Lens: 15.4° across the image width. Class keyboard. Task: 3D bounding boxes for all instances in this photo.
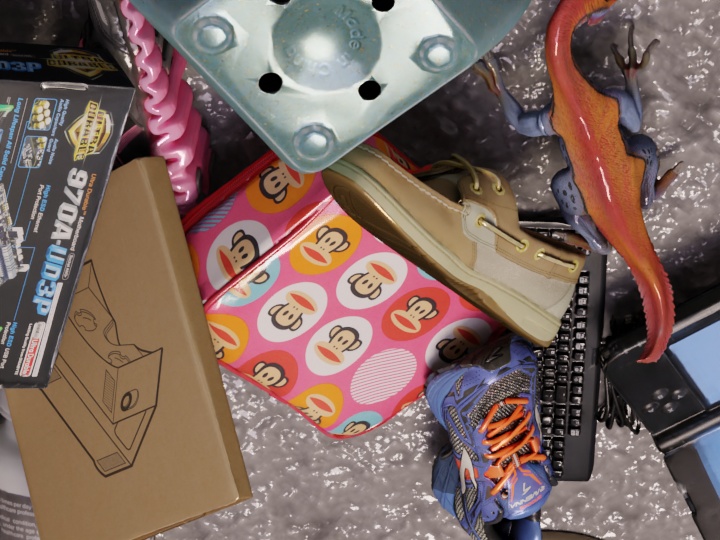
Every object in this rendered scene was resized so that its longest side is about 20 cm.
[{"bbox_3d":[0.128,0.057,1.657,0.103,0.040,0.201,-2,126,-2],"label":"keyboard"}]

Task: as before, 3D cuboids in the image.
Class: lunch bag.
[{"bbox_3d":[0.000,0.000,1.549,0.176,0.082,0.200,-38,139,12],"label":"lunch bag"}]

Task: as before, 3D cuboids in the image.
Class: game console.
[{"bbox_3d":[0.273,0.083,1.626,0.199,0.117,0.176,-28,144,11],"label":"game console"}]

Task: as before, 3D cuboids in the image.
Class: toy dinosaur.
[{"bbox_3d":[0.145,-0.079,1.504,0.105,0.201,0.182,-29,155,-2],"label":"toy dinosaur"}]

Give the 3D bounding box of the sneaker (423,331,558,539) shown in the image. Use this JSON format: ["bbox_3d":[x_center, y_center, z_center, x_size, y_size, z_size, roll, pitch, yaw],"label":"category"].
[{"bbox_3d":[0.089,0.108,1.615,0.075,0.079,0.200,-28,148,-13],"label":"sneaker"}]

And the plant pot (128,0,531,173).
[{"bbox_3d":[-0.021,-0.168,1.393,0.195,0.200,0.196,-34,121,18],"label":"plant pot"}]

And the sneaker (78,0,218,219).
[{"bbox_3d":[-0.143,-0.099,1.516,0.095,0.079,0.201,-3,125,12],"label":"sneaker"}]

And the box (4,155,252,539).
[{"bbox_3d":[-0.145,0.054,1.515,0.163,0.201,0.021,-24,167,40],"label":"box"}]

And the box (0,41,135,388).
[{"bbox_3d":[-0.224,-0.028,1.443,0.158,0.046,0.201,1,122,-31],"label":"box"}]

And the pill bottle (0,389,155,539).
[{"bbox_3d":[-0.181,0.148,1.644,0.110,0.111,0.201,-1,110,-3],"label":"pill bottle"}]

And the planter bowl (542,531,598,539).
[{"bbox_3d":[0.121,0.292,1.762,0.199,0.135,0.201,-2,124,-3],"label":"planter bowl"}]

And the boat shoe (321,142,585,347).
[{"bbox_3d":[0.054,-0.028,1.464,0.200,0.074,0.067,36,86,-47],"label":"boat shoe"}]
